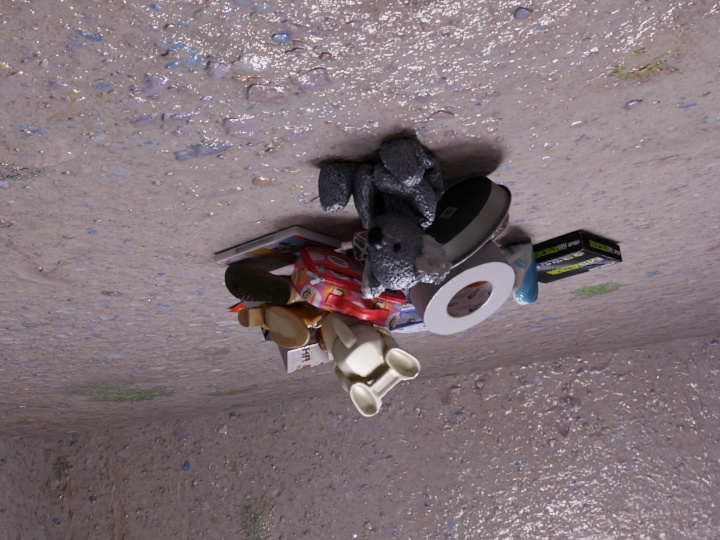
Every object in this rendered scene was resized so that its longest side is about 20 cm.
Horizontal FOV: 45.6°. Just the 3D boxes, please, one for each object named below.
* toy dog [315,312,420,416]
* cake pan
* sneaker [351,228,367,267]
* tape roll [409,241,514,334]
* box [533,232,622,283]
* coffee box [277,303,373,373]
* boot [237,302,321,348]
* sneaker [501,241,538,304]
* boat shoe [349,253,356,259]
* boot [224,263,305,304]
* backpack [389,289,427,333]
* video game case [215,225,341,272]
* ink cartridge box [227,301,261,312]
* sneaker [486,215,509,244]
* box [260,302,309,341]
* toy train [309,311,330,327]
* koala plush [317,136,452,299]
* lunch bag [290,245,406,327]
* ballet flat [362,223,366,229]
[{"bbox_3d":[-0.014,0.144,1.580,0.193,0.140,0.200,38,-176,-26],"label":"toy dog"},{"bbox_3d":[0.148,-0.076,1.355,0.199,0.201,0.037,-23,119,43],"label":"cake pan"},{"bbox_3d":[0.056,-0.040,1.595,0.198,0.085,0.078,15,114,-36],"label":"sneaker"},{"bbox_3d":[0.195,0.032,1.637,0.198,0.067,0.202,-20,145,-14],"label":"tape roll"},{"bbox_3d":[0.444,-0.024,1.885,0.198,0.048,0.192,-19,159,37],"label":"box"},{"bbox_3d":[-0.079,0.132,1.843,0.197,0.114,0.080,-13,139,-15],"label":"coffee box"},{"bbox_3d":[-0.122,0.093,1.623,0.200,0.072,0.143,12,-168,43],"label":"boot"},{"bbox_3d":[0.317,0.012,1.743,0.080,0.077,0.201,-10,-156,16],"label":"sneaker"},{"bbox_3d":[0.000,0.000,1.715,0.070,0.073,0.199,3,163,-37],"label":"boat shoe"},{"bbox_3d":[-0.144,0.033,1.676,0.173,0.067,0.199,18,-171,28],"label":"boot"},{"bbox_3d":[0.108,0.059,1.853,0.188,0.156,0.200,-1,167,8],"label":"backpack"},{"bbox_3d":[-0.155,-0.036,1.620,0.198,0.018,0.142,-17,162,31],"label":"video game case"},{"bbox_3d":[-0.195,0.092,2.001,0.159,0.048,0.199,6,158,-38],"label":"ink cartridge box"},{"bbox_3d":[0.177,-0.076,1.549,0.198,0.076,0.071,-26,145,-22],"label":"sneaker"},{"bbox_3d":[-0.105,0.088,1.905,0.198,0.044,0.161,3,132,-32],"label":"box"},{"bbox_3d":[-0.028,0.085,1.763,0.149,0.056,0.200,-18,-165,42],"label":"toy train"},{"bbox_3d":[0.055,-0.064,1.274,0.176,0.203,0.183,-17,162,30],"label":"koala plush"},{"bbox_3d":[-0.021,0.036,1.543,0.198,0.083,0.176,18,-163,-21],"label":"lunch bag"},{"bbox_3d":[0.101,-0.094,1.502,0.197,0.058,0.067,-5,-166,9],"label":"ballet flat"}]
